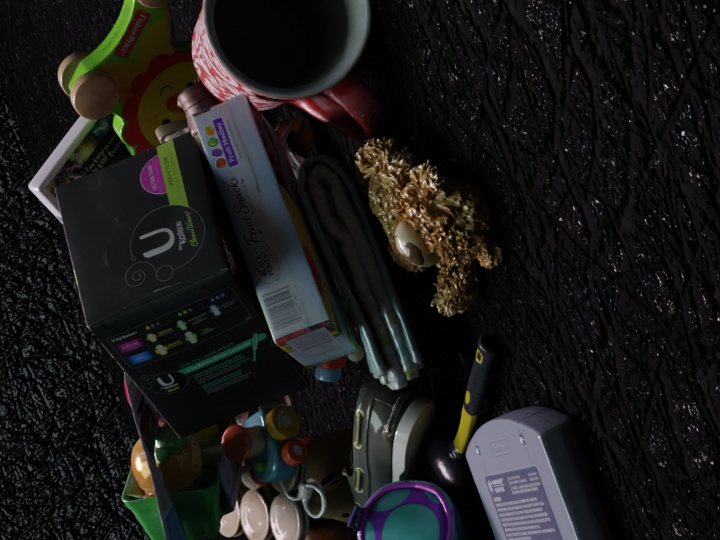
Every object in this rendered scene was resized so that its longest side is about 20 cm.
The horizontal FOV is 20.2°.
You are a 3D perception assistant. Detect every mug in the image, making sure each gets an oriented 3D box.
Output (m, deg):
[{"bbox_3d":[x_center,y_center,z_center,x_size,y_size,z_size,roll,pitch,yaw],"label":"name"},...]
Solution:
[{"bbox_3d":[-0.069,-0.175,1.655,0.200,0.133,0.178,170,83,-78],"label":"mug"}]

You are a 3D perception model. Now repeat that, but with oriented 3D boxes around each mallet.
[{"bbox_3d":[0.093,0.123,1.628,0.066,0.041,0.200,63,159,24],"label":"mallet"}]

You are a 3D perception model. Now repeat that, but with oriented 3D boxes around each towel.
[{"bbox_3d":[0.000,0.000,1.688,0.171,0.048,0.200,-14,-97,-89],"label":"towel"}]

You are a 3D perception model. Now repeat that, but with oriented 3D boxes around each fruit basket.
[{"bbox_3d":[-0.164,0.133,1.794,0.185,0.094,0.200,-81,-14,-64],"label":"fruit basket"}]

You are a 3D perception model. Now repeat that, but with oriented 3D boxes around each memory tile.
[{"bbox_3d":[-0.097,0.152,1.865,0.153,0.017,0.200,-3,90,54],"label":"memory tile"}]

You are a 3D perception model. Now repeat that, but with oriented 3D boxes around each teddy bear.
[{"bbox_3d":[0.040,-0.036,1.550,0.200,0.067,0.145,-134,27,-59],"label":"teddy bear"}]

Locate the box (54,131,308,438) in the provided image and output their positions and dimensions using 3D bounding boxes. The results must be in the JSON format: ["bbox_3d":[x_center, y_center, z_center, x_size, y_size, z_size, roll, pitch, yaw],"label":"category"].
[{"bbox_3d":[-0.143,0.015,1.642,0.200,0.124,0.149,59,-170,-54],"label":"box"}]

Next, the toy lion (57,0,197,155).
[{"bbox_3d":[-0.185,-0.199,1.991,0.200,0.192,0.069,-60,34,14],"label":"toy lion"}]

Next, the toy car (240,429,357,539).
[{"bbox_3d":[-0.009,0.213,1.891,0.158,0.164,0.200,67,152,13],"label":"toy car"}]

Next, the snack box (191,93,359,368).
[{"bbox_3d":[-0.067,-0.028,1.631,0.142,0.053,0.200,54,-165,-76],"label":"snack box"}]

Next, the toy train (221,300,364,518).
[{"bbox_3d":[-0.068,0.112,1.761,0.150,0.056,0.200,27,114,50],"label":"toy train"}]

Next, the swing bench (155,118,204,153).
[{"bbox_3d":[-0.114,-0.023,1.998,0.200,0.130,0.199,99,150,-44],"label":"swing bench"}]

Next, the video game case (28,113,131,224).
[{"bbox_3d":[-0.229,-0.107,2.076,0.023,0.200,0.182,18,156,42],"label":"video game case"}]

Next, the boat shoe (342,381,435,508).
[{"bbox_3d":[0.019,0.166,1.751,0.060,0.072,0.202,26,144,14],"label":"boat shoe"}]

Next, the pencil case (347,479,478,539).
[{"bbox_3d":[0.051,0.235,1.711,0.085,0.092,0.200,27,171,17],"label":"pencil case"}]

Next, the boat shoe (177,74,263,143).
[{"bbox_3d":[-0.118,-0.160,1.836,0.070,0.070,0.200,50,-168,-7],"label":"boat shoe"}]

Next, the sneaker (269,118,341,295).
[{"bbox_3d":[-0.055,-0.058,1.805,0.078,0.082,0.200,49,-164,-58],"label":"sneaker"}]

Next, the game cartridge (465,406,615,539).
[{"bbox_3d":[0.135,0.171,1.531,0.133,0.041,0.200,66,165,3],"label":"game cartridge"}]
